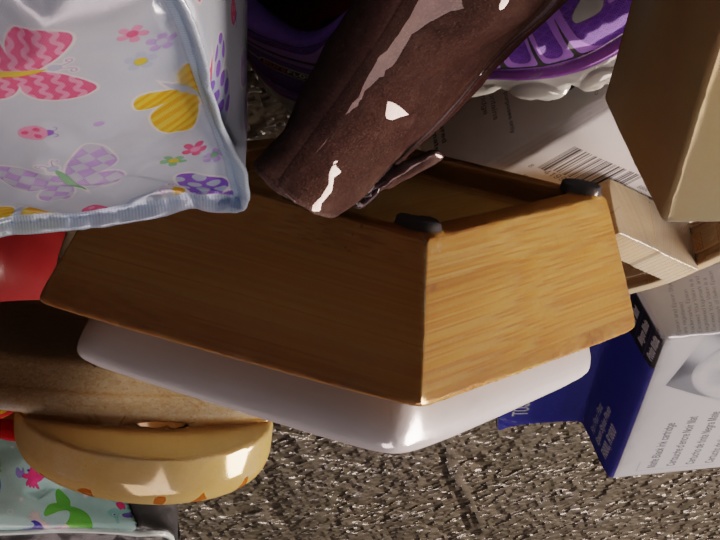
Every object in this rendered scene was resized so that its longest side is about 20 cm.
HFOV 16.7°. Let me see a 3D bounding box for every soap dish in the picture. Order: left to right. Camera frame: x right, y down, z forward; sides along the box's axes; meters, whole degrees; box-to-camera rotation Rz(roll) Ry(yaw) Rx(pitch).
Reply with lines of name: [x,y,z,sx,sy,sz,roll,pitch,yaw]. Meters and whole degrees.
soap dish: [0.000,0.000,0.928,0.156,0.082,0.200,15,-167,25]

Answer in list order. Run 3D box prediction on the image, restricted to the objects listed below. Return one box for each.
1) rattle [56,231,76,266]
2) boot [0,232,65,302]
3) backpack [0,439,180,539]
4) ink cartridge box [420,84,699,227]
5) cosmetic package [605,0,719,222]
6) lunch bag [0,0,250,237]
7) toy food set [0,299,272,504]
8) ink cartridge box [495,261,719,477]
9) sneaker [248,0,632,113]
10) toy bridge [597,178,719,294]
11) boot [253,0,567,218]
rattle: [-0.129,-0.057,1.010,0.142,0.131,0.200,7,179,-7]
boot: [-0.179,-0.008,1.049,0.199,0.073,0.144,7,167,-24]
backpack: [-0.202,0.125,1.256,0.198,0.152,0.178,-8,154,-16]
ink cartridge box: [0.141,-0.083,1.015,0.144,0.085,0.199,17,145,-41]
cosmetic package: [0.155,-0.113,0.793,0.104,0.071,0.201,-3,134,-14]
lunch bag: [-0.102,-0.127,0.757,0.126,0.171,0.200,-5,157,1]
toy food set: [-0.094,0.048,0.997,0.199,0.049,0.197,8,-172,33]
ink cartridge box: [0.169,0.047,1.155,0.198,0.041,0.200,-5,157,-3]
sneaker: [0.039,-0.109,0.938,0.199,0.081,0.083,-16,147,21]
toy bridge: [0.117,-0.015,1.019,0.199,0.027,0.067,-25,151,34]
boot: [0.041,-0.102,0.838,0.167,0.072,0.200,-54,171,18]
